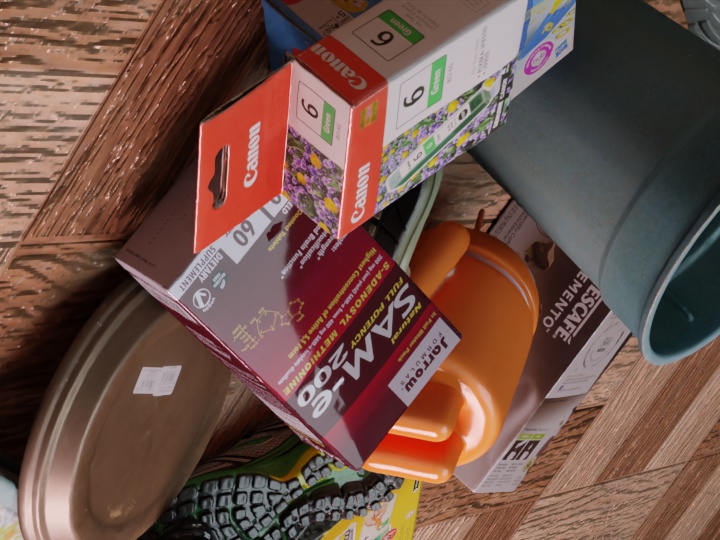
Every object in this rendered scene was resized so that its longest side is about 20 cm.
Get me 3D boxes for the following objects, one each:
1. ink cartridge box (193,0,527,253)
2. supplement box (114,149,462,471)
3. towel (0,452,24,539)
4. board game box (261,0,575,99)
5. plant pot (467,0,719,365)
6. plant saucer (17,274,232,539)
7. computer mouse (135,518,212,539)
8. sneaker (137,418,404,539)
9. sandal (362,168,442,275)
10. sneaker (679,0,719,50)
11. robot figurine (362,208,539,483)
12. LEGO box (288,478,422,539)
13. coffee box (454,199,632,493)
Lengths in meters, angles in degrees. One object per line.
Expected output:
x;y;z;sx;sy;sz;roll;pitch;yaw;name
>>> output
0.001;-0.079;1.383;0.200;0.050;0.109;-36;152;-29;ink cartridge box
-0.038;0.016;1.489;0.109;0.061;0.200;-52;132;-9;supplement box
-0.253;0.180;1.508;0.171;0.048;0.200;-44;157;-2;towel
0.039;-0.143;1.494;0.200;0.056;0.196;-40;157;-18;board game box
0.181;-0.078;1.669;0.200;0.196;0.200;-39;157;-21;plant pot
-0.132;0.086;1.526;0.200;0.029;0.200;-48;153;-36;plant saucer
-0.108;0.212;1.657;0.110;0.044;0.200;-16;154;16;computer mouse
-0.071;0.150;1.741;0.200;0.085;0.078;-18;114;-23;sneaker
0.001;0.000;1.623;0.057;0.080;0.201;-1;129;-57;sandal
0.226;-0.230;1.679;0.076;0.081;0.200;-6;136;5;sneaker
0.053;0.049;1.705;0.117;0.144;0.200;-25;-153;36;robot figurine
-0.036;0.198;1.879;0.149;0.077;0.200;-36;155;-26;LEGO box
0.116;0.049;1.866;0.200;0.113;0.080;-54;157;15;coffee box
